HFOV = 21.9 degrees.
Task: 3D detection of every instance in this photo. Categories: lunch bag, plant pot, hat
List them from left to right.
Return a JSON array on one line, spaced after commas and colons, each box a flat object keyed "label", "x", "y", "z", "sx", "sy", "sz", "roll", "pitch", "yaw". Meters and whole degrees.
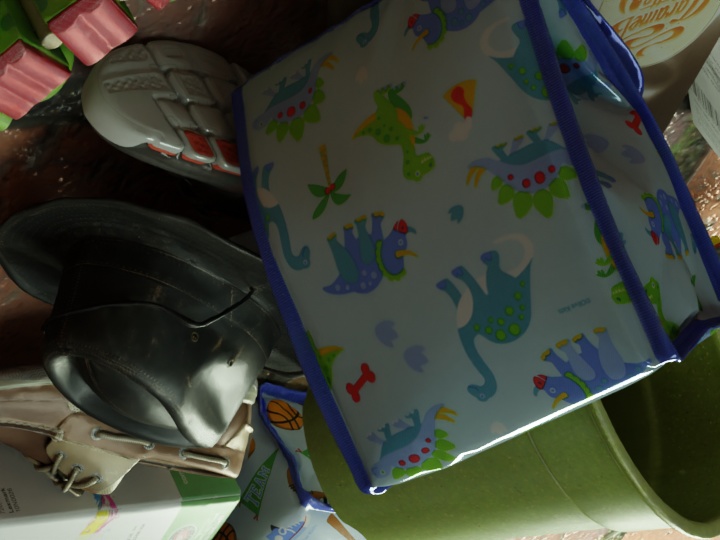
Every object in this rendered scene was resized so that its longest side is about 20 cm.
[{"label": "hat", "x": -0.098, "y": 0.040, "z": 0.927, "sx": 0.199, "sy": 0.082, "sz": 0.201, "roll": 10, "pitch": 158, "yaw": 4}, {"label": "lunch bag", "x": -0.030, "y": 0.175, "z": 1.237, "sx": 0.199, "sy": 0.124, "sz": 0.170, "roll": 16, "pitch": 126, "yaw": -41}, {"label": "lunch bag", "x": 0.047, "y": -0.029, "z": 0.822, "sx": 0.169, "sy": 0.201, "sz": 0.127, "roll": -28, "pitch": 177, "yaw": 28}, {"label": "plant pot", "x": 0.076, "y": 0.068, "z": 0.992, "sx": 0.189, "sy": 0.202, "sz": 0.200, "roll": -21, "pitch": 156, "yaw": 29}]

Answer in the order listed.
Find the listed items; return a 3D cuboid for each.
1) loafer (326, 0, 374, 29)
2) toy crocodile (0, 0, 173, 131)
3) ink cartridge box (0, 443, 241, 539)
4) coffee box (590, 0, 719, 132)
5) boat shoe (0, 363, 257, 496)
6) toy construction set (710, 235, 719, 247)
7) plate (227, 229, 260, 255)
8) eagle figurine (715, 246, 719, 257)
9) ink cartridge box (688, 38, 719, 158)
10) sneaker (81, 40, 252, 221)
[{"label": "loafer", "x": 0.013, "y": -0.145, "z": 0.865, "sx": 0.069, "sy": 0.076, "sz": 0.201, "roll": 18, "pitch": 132, "yaw": -13}, {"label": "toy crocodile", "x": -0.124, "y": -0.112, "z": 0.789, "sx": 0.199, "sy": 0.062, "sz": 0.067, "roll": -36, "pitch": 149, "yaw": 11}, {"label": "ink cartridge box", "x": -0.194, "y": 0.153, "z": 1.098, "sx": 0.199, "sy": 0.084, "sz": 0.145, "roll": -1, "pitch": 139, "yaw": -40}, {"label": "coffee box", "x": 0.126, "y": -0.152, "z": 0.900, "sx": 0.114, "sy": 0.080, "sz": 0.201, "roll": -1, "pitch": 131, "yaw": -38}, {"label": "boat shoe", "x": -0.147, "y": 0.088, "z": 1.018, "sx": 0.198, "sy": 0.073, "sz": 0.076, "roll": 2, "pitch": 174, "yaw": -25}, {"label": "toy construction set", "x": 0.257, "y": 0.004, "z": 1.268, "sx": 0.200, "sy": 0.092, "sz": 0.131, "roll": -45, "pitch": 175, "yaw": 37}, {"label": "plate", "x": 0.000, "y": 0.000, "z": 1.031, "sx": 0.199, "sy": 0.033, "sz": 0.200, "roll": -19, "pitch": 166, "yaw": -20}, {"label": "eagle figurine", "x": 0.130, "y": 0.041, "z": 1.154, "sx": 0.200, "sy": 0.152, "sz": 0.151, "roll": -42, "pitch": -175, "yaw": -20}, {"label": "ink cartridge box", "x": 0.246, "y": -0.104, "z": 1.032, "sx": 0.084, "sy": 0.145, "sz": 0.200, "roll": -30, "pitch": 150, "yaw": -1}, {"label": "sneaker", "x": -0.067, "y": -0.051, "z": 0.920, "sx": 0.082, "sy": 0.077, "sz": 0.199, "roll": -40, "pitch": 148, "yaw": 30}]
